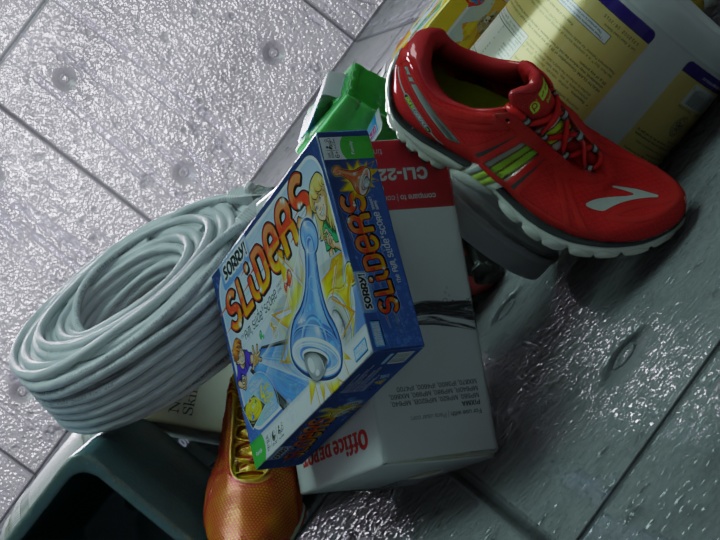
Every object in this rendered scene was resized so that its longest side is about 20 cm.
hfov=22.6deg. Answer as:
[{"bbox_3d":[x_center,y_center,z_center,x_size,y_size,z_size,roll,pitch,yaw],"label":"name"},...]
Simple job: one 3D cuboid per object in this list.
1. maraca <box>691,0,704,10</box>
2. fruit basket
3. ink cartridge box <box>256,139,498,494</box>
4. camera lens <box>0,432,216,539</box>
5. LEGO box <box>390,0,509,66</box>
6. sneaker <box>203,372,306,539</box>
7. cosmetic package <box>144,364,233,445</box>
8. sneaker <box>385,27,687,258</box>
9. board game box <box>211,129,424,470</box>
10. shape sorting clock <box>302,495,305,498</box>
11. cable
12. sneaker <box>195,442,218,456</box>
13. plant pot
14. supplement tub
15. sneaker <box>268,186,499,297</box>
[{"bbox_3d":[0.172,-0.174,1.325,0.200,0.107,0.138,-38,26,37],"label":"maraca"},{"bbox_3d":[-0.034,-0.068,1.489,0.201,0.093,0.186,-53,10,20],"label":"fruit basket"},{"bbox_3d":[0.007,0.033,1.143,0.144,0.083,0.202,148,114,-64],"label":"ink cartridge box"},{"bbox_3d":[-0.221,0.224,1.634,0.200,0.160,0.160,-48,11,23],"label":"camera lens"},{"bbox_3d":[0.143,-0.199,1.443,0.200,0.149,0.077,-50,10,20],"label":"LEGO box"},{"bbox_3d":[-0.072,0.112,1.202,0.072,0.078,0.201,-7,42,9],"label":"sneaker"},{"bbox_3d":[-0.104,0.076,1.352,0.073,0.198,0.105,40,-121,-64],"label":"cosmetic package"},{"bbox_3d":[0.103,-0.077,1.062,0.077,0.199,0.085,-56,-12,-35],"label":"sneaker"},{"bbox_3d":[-0.031,0.023,1.080,0.200,0.034,0.136,131,129,-56],"label":"board game box"},{"bbox_3d":[-0.074,0.169,1.497,0.200,0.039,0.200,-51,10,12],"label":"shape sorting clock"},{"bbox_3d":[-0.148,0.030,1.258,0.199,0.069,0.200,-8,34,47],"label":"cable"},{"bbox_3d":[-0.073,0.084,1.470,0.199,0.076,0.115,-30,31,62],"label":"sneaker"},{"bbox_3d":[-0.156,0.221,1.286,0.197,0.195,0.200,-50,5,16],"label":"plant pot"},{"bbox_3d":[0.135,-0.109,1.181,0.200,0.145,0.146,-50,10,16],"label":"supplement tub"},{"bbox_3d":[0.000,0.000,1.347,0.071,0.199,0.098,-101,31,-51],"label":"sneaker"}]
